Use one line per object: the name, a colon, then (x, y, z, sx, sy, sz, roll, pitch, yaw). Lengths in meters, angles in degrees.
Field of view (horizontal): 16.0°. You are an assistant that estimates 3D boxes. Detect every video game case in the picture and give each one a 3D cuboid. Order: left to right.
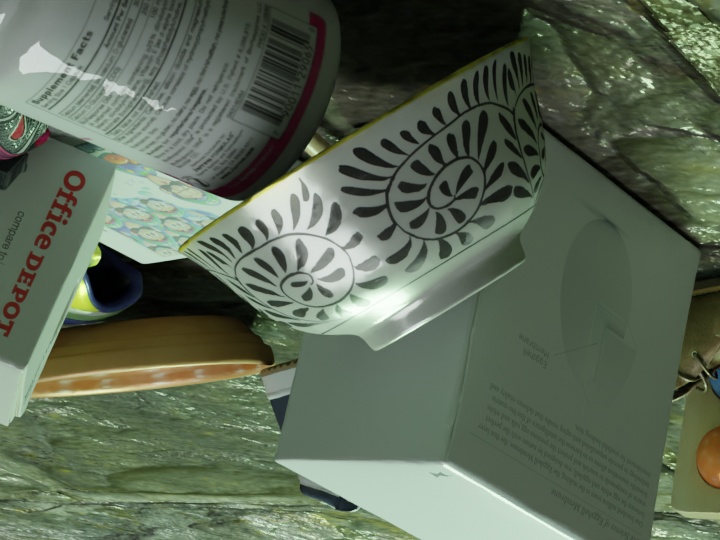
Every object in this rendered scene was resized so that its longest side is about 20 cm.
video game case: (-0.125, -0.055, 1.509, 0.200, 0.024, 0.182, -8, 153, 43)

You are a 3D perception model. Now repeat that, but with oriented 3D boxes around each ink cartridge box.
ink cartridge box: (-0.256, -0.022, 1.439, 0.200, 0.144, 0.084, 23, 151, -3)

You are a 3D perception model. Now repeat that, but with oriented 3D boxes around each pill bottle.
pill bottle: (-0.119, -0.118, 1.199, 0.200, 0.113, 0.113, 23, 157, -28)

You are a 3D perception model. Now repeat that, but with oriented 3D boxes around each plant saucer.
plant saucer: (-0.159, 0.059, 1.741, 0.200, 0.037, 0.200, -5, 174, -1)

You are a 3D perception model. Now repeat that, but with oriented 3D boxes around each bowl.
bowl: (0.020, -0.023, 1.243, 0.094, 0.201, 0.201, 58, 153, 1)

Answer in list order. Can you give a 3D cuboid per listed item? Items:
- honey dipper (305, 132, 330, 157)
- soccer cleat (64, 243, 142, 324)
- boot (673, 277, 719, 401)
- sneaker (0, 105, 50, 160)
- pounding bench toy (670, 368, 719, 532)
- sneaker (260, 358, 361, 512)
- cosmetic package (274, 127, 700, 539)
honey dipper: (0.005, -0.043, 1.454, 0.038, 0.038, 0.200, -1, 155, 31)
soccer cleat: (-0.210, -0.020, 1.603, 0.084, 0.065, 0.200, -7, 157, 27)
boot: (0.209, 0.046, 1.524, 0.200, 0.075, 0.074, -2, 154, 31)
sneaker: (-0.189, -0.109, 1.336, 0.075, 0.081, 0.200, -5, 170, -17)
pounding bench toy: (0.274, 0.144, 1.570, 0.124, 0.200, 0.156, -2, 157, 34)
sneaker: (0.029, 0.095, 1.668, 0.200, 0.109, 0.070, -15, 178, 37)
cosmetic package: (0.075, 0.046, 1.412, 0.123, 0.200, 0.199, -5, 154, 38)
